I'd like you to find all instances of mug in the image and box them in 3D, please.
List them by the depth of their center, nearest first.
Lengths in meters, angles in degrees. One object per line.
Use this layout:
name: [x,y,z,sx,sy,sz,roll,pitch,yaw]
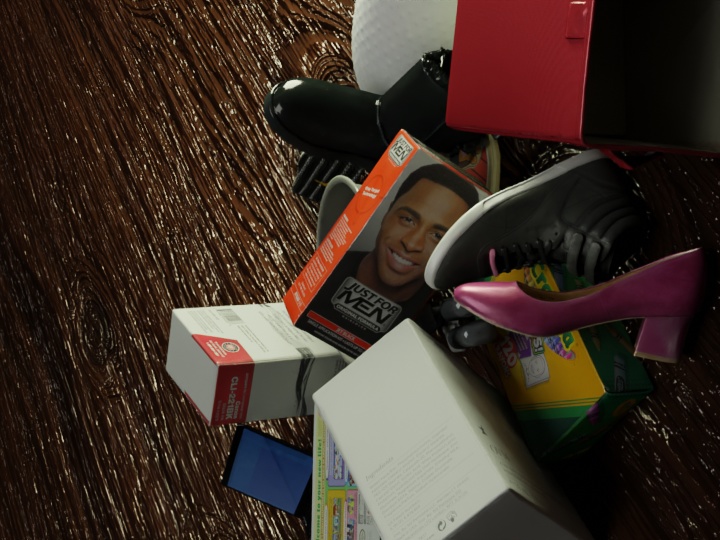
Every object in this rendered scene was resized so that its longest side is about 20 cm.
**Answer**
mug: [0.066,-0.261,1.234,0.201,0.146,0.176,-82,8,-46]

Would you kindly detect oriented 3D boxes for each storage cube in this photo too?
storage cube: [0.190,-0.187,0.981,0.179,0.170,0.202,19,106,58]

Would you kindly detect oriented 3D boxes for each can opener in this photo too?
can opener: [0.079,0.053,1.144,0.200,0.066,0.054,114,141,-85]

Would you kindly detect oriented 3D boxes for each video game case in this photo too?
video game case: [0.000,0.236,1.302,0.182,0.022,0.202,-16,70,58]

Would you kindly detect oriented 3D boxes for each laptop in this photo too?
laptop: [-0.086,0.300,1.461,0.178,0.102,0.201,111,146,-55]

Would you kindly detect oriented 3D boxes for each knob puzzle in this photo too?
knob puzzle: [0.083,-0.069,1.226,0.219,0.030,0.222,-166,90,-68]

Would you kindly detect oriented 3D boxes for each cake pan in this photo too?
cake pan: [0.000,0.000,1.286,0.200,0.036,0.202,174,90,-70]

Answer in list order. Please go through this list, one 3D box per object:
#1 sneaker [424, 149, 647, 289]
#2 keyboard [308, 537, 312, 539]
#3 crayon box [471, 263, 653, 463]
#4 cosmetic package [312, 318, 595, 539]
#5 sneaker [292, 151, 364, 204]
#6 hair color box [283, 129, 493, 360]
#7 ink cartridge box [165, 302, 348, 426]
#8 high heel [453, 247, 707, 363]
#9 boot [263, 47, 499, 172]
sneaker: [0.156,-0.021,1.042,0.099,0.199,0.071,56,171,33]
keyboard: [0.004,0.393,1.376,0.200,0.021,0.128,32,143,44]
crayon box: [0.174,0.056,1.111,0.119,0.058,0.201,-55,45,44]
cosmetic package: [0.087,0.182,1.095,0.123,0.199,0.201,-40,49,10]
sneaker: [-0.029,-0.142,1.399,0.200,0.069,0.091,134,157,-71]
hair color box: [0.026,-0.018,1.137,0.201,0.101,0.061,-55,24,12]
ink cartridge box: [-0.111,0.105,1.448,0.144,0.198,0.084,40,126,52]
high heel: [0.179,0.010,1.001,0.198,0.067,0.097,13,105,12]
boot: [0.030,-0.157,1.153,0.162,0.197,0.074,-30,47,49]
